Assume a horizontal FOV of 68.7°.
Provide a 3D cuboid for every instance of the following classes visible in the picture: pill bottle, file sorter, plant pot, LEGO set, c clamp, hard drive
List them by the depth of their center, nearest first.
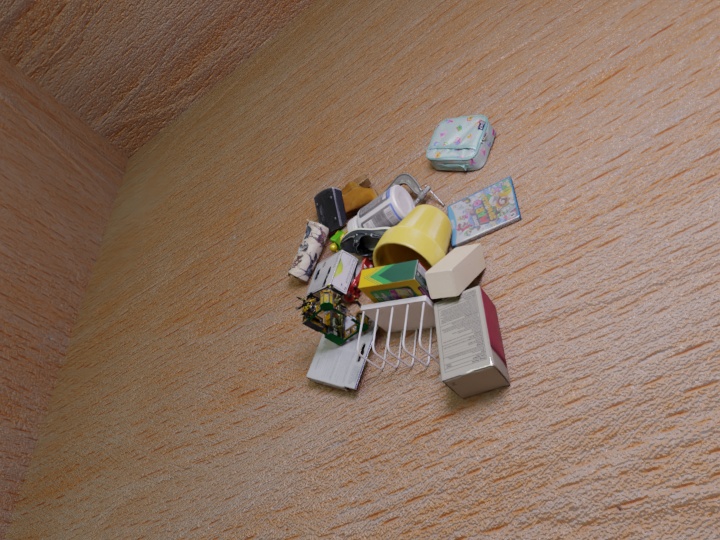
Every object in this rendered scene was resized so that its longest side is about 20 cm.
[{"bbox_3d":[0.106,0.163,1.311,0.195,0.138,0.129,-12,55,35],"label":"file sorter"},{"bbox_3d":[0.156,-0.063,1.403,0.196,0.204,0.191,0,44,41],"label":"plant pot"},{"bbox_3d":[-0.072,0.100,1.431,0.154,0.195,0.119,-44,34,35],"label":"LEGO set"},{"bbox_3d":[0.059,-0.153,1.555,0.197,0.112,0.117,-30,43,34],"label":"pill bottle"},{"bbox_3d":[0.132,-0.198,1.593,0.199,0.027,0.173,-42,72,22],"label":"c clamp"},{"bbox_3d":[-0.099,-0.199,1.743,0.199,0.041,0.141,174,83,-68],"label":"hard drive"}]

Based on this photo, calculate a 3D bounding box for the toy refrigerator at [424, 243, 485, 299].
[{"bbox_3d":[0.235,0.002,1.283,0.074,0.072,0.199,-9,15,35],"label":"toy refrigerator"}]

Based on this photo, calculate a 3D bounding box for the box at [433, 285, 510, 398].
[{"bbox_3d":[0.251,0.163,1.199,0.125,0.109,0.206,-22,48,27],"label":"box"}]

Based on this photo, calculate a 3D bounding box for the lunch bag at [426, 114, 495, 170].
[{"bbox_3d":[0.299,-0.377,1.576,0.196,0.077,0.165,9,67,45],"label":"lunch bag"}]

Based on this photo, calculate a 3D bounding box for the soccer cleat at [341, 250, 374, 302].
[{"bbox_3d":[0.000,0.000,1.580,0.084,0.068,0.204,27,84,49],"label":"soccer cleat"}]

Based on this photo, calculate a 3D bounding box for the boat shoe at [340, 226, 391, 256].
[{"bbox_3d":[0.012,-0.074,1.511,0.193,0.077,0.067,-2,33,32],"label":"boat shoe"}]

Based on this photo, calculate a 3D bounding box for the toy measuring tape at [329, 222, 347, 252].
[{"bbox_3d":[-0.027,-0.119,1.710,0.072,0.075,0.200,14,48,45],"label":"toy measuring tape"}]

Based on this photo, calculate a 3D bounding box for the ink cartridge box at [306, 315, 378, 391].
[{"bbox_3d":[-0.041,0.227,1.467,0.195,0.040,0.205,3,63,43],"label":"ink cartridge box"}]

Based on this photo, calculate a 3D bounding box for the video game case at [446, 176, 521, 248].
[{"bbox_3d":[0.330,-0.158,1.432,0.195,0.018,0.147,-24,48,28],"label":"video game case"}]

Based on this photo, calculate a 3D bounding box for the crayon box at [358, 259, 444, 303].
[{"bbox_3d":[0.116,0.060,1.327,0.168,0.200,0.060,-8,53,36],"label":"crayon box"}]

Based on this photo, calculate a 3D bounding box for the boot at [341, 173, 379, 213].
[{"bbox_3d":[-0.006,-0.221,1.729,0.142,0.071,0.204,-35,45,7],"label":"boot"}]

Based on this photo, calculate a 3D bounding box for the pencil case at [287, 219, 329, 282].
[{"bbox_3d":[-0.175,-0.062,1.742,0.088,0.077,0.206,24,91,36],"label":"pencil case"}]

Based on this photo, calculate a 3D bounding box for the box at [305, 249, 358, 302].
[{"bbox_3d":[-0.088,0.022,1.588,0.199,0.059,0.120,-22,44,62],"label":"box"}]
